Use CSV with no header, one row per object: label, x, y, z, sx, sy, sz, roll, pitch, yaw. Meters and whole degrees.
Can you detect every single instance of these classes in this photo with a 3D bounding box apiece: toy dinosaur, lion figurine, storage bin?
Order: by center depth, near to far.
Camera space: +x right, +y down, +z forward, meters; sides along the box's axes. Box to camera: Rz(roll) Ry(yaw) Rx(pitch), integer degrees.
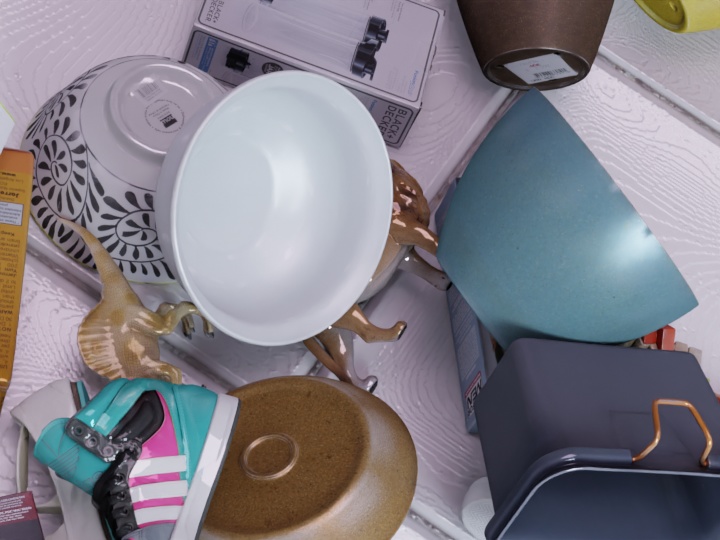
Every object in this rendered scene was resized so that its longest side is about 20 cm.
storage bin,0.179,0.120,1.340,0.199,0.146,0.135,5,47,-25
toy dinosaur,-0.162,0.041,1.390,0.101,0.058,0.201,0,66,-29
lion figurine,0.000,0.000,1.473,0.122,0.073,0.200,32,59,12

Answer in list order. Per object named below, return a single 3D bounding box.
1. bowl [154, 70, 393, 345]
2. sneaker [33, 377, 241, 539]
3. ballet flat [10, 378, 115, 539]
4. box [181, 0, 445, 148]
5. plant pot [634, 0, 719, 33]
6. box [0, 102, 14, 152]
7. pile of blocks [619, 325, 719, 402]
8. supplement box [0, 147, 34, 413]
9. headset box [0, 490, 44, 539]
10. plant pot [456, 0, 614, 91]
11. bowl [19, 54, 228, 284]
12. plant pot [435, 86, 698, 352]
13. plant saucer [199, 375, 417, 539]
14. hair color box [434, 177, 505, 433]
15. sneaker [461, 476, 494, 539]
bowl,-0.079,-0.051,1.399,0.200,0.090,0.202,-10,106,-38
sneaker,-0.160,0.147,1.237,0.120,0.084,0.201,20,51,-4
ballet flat,-0.199,0.169,1.310,0.069,0.070,0.201,-7,58,-22
box,-0.038,-0.192,1.585,0.199,0.060,0.117,18,55,-7
plant pot,0.311,-0.296,1.710,0.142,0.200,0.200,-39,76,-8
box,-0.333,-0.061,1.358,0.121,0.048,0.201,8,63,26
pile of blocks,0.233,0.078,1.508,0.200,0.062,0.082,45,56,12
supplement box,-0.278,0.008,1.374,0.068,0.067,0.201,7,57,-15
headset box,-0.267,0.241,1.227,0.148,0.077,0.201,-9,64,-23
plant pot,0.152,-0.264,1.640,0.186,0.187,0.201,5,73,-16
bowl,-0.157,-0.099,1.465,0.199,0.094,0.202,9,57,-14
plant pot,0.135,-0.015,1.400,0.135,0.200,0.201,-37,73,4
plant saucer,-0.060,0.140,1.326,0.199,0.036,0.201,-8,44,8
hair color box,0.124,0.027,1.503,0.098,0.061,0.201,3,59,-17
sneaker,0.168,0.164,1.433,0.199,0.074,0.116,17,51,-17
